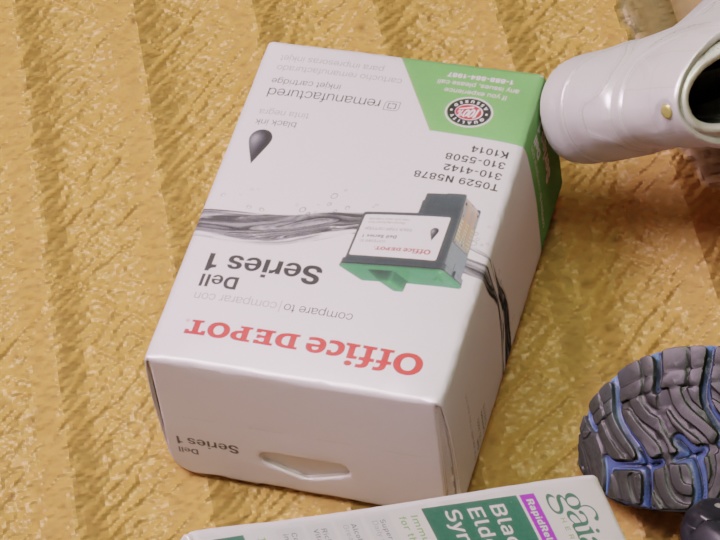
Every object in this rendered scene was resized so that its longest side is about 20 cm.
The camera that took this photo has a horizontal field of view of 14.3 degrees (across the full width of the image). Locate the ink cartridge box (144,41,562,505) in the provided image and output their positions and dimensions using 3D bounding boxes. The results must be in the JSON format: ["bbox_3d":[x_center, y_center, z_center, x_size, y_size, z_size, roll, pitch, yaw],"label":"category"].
[{"bbox_3d":[0.000,0.000,1.341,0.145,0.085,0.201,7,52,15],"label":"ink cartridge box"}]

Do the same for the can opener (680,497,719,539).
[{"bbox_3d":[0.232,0.124,1.223,0.199,0.079,0.064,-1,34,-2],"label":"can opener"}]

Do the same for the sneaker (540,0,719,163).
[{"bbox_3d":[0.194,-0.097,1.352,0.199,0.074,0.115,-26,14,-33],"label":"sneaker"}]

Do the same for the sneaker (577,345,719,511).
[{"bbox_3d":[0.193,0.066,1.272,0.199,0.078,0.076,-14,70,17],"label":"sneaker"}]

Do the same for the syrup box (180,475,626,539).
[{"bbox_3d":[0.014,0.139,1.095,0.199,0.082,0.079,-5,59,-36],"label":"syrup box"}]
